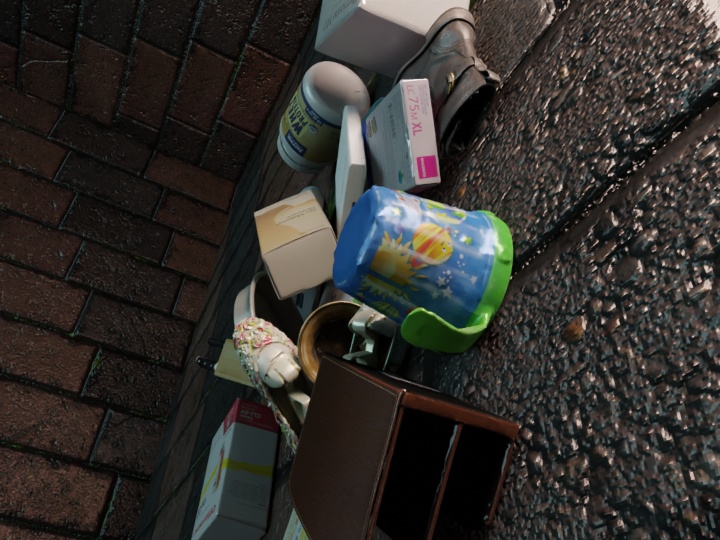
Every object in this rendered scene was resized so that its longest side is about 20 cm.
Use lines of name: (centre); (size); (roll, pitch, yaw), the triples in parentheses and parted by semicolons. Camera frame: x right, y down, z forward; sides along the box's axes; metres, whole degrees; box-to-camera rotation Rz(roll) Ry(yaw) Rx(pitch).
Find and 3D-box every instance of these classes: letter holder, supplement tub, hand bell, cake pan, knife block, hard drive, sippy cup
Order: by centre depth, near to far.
letter holder: (0.019, 0.163, 0.497); (0.200, 0.099, 0.145); (-1, 71, 71)
sippy cup: (0.048, -0.009, 0.547); (0.142, 0.129, 0.177); (-70, 19, -4)
hand bell: (-0.033, 0.094, 0.782); (0.200, 0.103, 0.106); (153, 137, -82)
cake pan: (-0.115, 0.102, 0.823); (0.036, 0.202, 0.202); (-21, 34, 11)
hard drive: (-0.017, -0.142, 0.880); (0.201, 0.026, 0.134); (-96, 13, -54)
knife block: (-0.200, 0.152, 0.985); (0.200, 0.173, 0.065); (95, -169, -76)
supplement tub: (-0.081, -0.303, 1.214); (0.200, 0.142, 0.146); (-44, 30, 52)

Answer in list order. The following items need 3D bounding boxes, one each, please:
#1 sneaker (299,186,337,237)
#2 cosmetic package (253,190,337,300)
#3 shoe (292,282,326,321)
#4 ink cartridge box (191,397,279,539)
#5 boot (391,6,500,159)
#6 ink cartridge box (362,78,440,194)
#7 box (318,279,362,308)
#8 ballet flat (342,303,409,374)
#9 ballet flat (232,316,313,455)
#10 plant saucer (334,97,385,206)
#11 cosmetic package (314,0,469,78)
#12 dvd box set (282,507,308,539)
sneaker: (-0.078, -0.078, 1.068); (0.129, 0.078, 0.202); (-35, 38, 58)
cosmetic package: (-0.092, -0.044, 0.859); (0.104, 0.072, 0.200); (-23, 24, -5)
shoe: (-0.081, 0.034, 0.982); (0.091, 0.071, 0.202); (-50, -15, -41)
ink cartridge box: (-0.199, 0.335, 0.959); (0.146, 0.082, 0.202); (-55, 23, 37)
boot: (0.095, -0.202, 0.730); (0.201, 0.068, 0.176); (121, 153, -49)
ink cartridge box: (0.045, -0.154, 0.764); (0.200, 0.041, 0.122); (176, 87, -75)
box: (0.000, 0.000, 0.830); (0.200, 0.036, 0.147); (-15, 56, 70)
ballet flat: (0.009, 0.092, 0.635); (0.068, 0.071, 0.203); (2, 70, 40)
ballet flat: (-0.078, 0.141, 0.699); (0.075, 0.202, 0.064); (-34, 7, -27)
plant saucer: (0.010, -0.195, 1.024); (0.201, 0.027, 0.202); (-55, 23, 36)
cosmetic package: (0.051, -0.410, 0.850); (0.167, 0.164, 0.204); (1, 81, 64)
dvd box set: (-0.050, 0.327, 0.622); (0.200, 0.029, 0.149); (-9, 62, 70)
